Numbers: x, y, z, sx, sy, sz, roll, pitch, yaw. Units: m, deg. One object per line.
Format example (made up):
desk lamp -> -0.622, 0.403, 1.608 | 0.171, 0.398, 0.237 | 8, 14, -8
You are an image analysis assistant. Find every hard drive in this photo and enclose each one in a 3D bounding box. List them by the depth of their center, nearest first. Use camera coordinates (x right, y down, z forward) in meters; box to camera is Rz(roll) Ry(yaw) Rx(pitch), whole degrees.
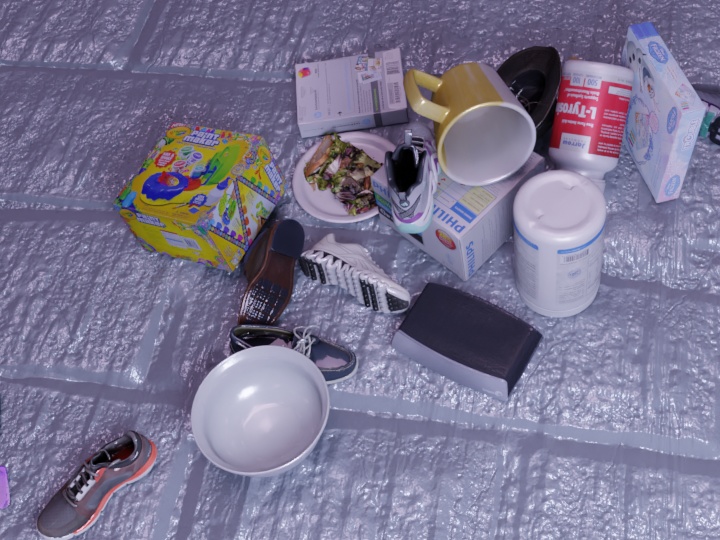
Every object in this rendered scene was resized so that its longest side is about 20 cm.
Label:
hard drive -> 0.157, 0.098, 1.460 | 0.199, 0.042, 0.135 | 24, 63, 24

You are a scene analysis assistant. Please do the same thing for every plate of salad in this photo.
plate of salad -> -0.021, -0.167, 1.672 | 0.198, 0.048, 0.202 | -5, 55, 6

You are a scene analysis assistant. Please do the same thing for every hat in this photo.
hat -> 0.285, -0.275, 1.654 | 0.200, 0.081, 0.202 | -36, 39, 35

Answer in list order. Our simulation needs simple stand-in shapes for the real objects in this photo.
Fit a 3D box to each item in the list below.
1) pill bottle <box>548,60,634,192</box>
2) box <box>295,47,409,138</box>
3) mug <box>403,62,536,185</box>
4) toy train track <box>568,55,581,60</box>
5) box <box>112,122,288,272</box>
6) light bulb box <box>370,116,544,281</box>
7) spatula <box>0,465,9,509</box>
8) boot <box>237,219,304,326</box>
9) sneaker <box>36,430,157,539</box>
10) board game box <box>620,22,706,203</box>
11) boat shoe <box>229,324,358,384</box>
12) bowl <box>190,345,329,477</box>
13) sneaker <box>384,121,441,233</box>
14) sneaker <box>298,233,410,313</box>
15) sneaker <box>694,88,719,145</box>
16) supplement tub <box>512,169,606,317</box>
pill bottle -> 0.360, -0.224, 1.552 | 0.111, 0.112, 0.202 | 11, 99, 17
box -> -0.017, -0.324, 1.783 | 0.198, 0.041, 0.157 | -8, 55, 4
mug -> 0.165, -0.245, 1.467 | 0.148, 0.187, 0.154 | -25, 45, 13
toy train track -> 0.370, -0.272, 1.673 | 0.114, 0.032, 0.202 | 16, 60, -32
box -> -0.262, -0.125, 1.625 | 0.198, 0.122, 0.194 | 12, 58, 30
light bulb box -> 0.156, -0.128, 1.565 | 0.200, 0.125, 0.198 | -43, 59, -17
spatula -> -0.559, 0.267, 1.485 | 0.056, 0.021, 0.201 | -10, 53, -4
boot -> -0.153, 0.014, 1.571 | 0.097, 0.074, 0.202 | 6, 71, 66
sneaker -> -0.386, 0.297, 1.397 | 0.077, 0.082, 0.200 | 37, 68, 29
board game box -> 0.462, -0.247, 1.545 | 0.043, 0.201, 0.200 | -12, 54, -5
boat shoe -> -0.101, 0.118, 1.477 | 0.198, 0.062, 0.075 | 12, 52, 11
bowl -> -0.135, 0.215, 1.403 | 0.199, 0.091, 0.203 | -5, 56, 7
sneaker -> 0.077, -0.171, 1.446 | 0.077, 0.140, 0.202 | -4, 57, 10
sneaker -> 0.000, 0.000, 1.543 | 0.199, 0.076, 0.081 | 27, 55, 25
sneaker -> 0.561, -0.274, 1.639 | 0.199, 0.075, 0.087 | 34, 50, 20
supplement tub -> 0.289, -0.037, 1.433 | 0.130, 0.201, 0.133 | -4, 55, 6
